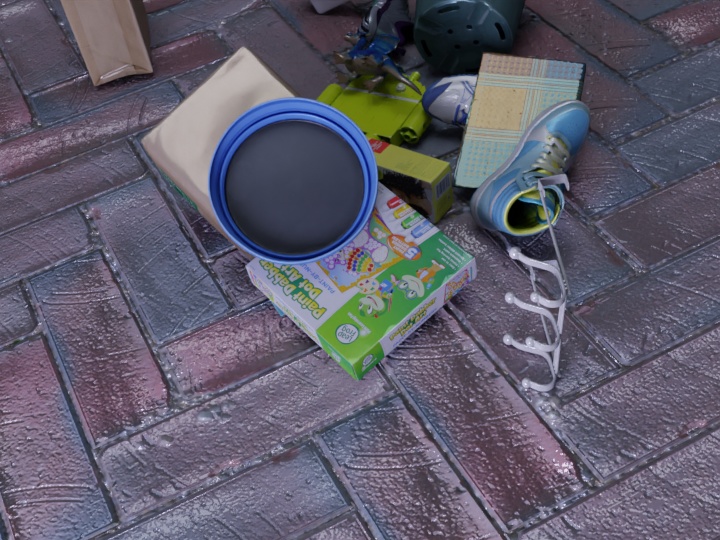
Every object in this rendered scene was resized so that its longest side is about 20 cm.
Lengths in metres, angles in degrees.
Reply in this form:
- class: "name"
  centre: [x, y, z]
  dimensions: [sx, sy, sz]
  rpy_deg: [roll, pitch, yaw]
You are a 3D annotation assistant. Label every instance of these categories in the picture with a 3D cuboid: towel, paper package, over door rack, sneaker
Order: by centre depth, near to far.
- class: "over door rack"
  centre: [0.195, 0.012, 1.204]
  dimensions: [0.066, 0.148, 0.200]
  rpy_deg: [4, 45, 7]
- class: "sneaker"
  centre: [0.230, -0.118, 1.320]
  dimensions: [0.200, 0.079, 0.131]
  rpy_deg: [-51, 21, 2]
- class: "paper package"
  centre: [-0.138, -0.143, 1.367]
  dimensions: [0.200, 0.103, 0.191]
  rpy_deg: [44, 81, 8]
- class: "towel"
  centre: [0.211, -0.190, 1.433]
  dimensions: [0.146, 0.022, 0.201]
  rpy_deg: [10, 75, 13]
- class: "sneaker"
  centre: [0.178, -0.209, 1.482]
  dimensions: [0.199, 0.075, 0.088]
  rpy_deg: [9, 51, 8]
- class: "sneaker"
  centre: [0.054, -0.403, 1.745]
  dimensions: [0.087, 0.074, 0.200]
  rpy_deg: [29, 42, -5]
- class: "paper package"
  centre: [-0.412, -0.433, 1.757]
  dimensions: [0.103, 0.191, 0.200]
  rpy_deg: [-15, 42, -2]

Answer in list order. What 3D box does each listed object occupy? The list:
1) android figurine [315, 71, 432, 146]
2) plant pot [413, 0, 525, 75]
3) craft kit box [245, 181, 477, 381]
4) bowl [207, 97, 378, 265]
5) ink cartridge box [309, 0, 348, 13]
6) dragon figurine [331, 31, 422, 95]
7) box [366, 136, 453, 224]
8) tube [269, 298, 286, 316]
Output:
- class: "android figurine"
  centre: [0.020, -0.231, 1.572]
  dimensions: [0.182, 0.041, 0.200]
  rpy_deg: [17, 51, 26]
- class: "plant pot"
  centre: [0.166, -0.412, 1.636]
  dimensions: [0.200, 0.200, 0.197]
  rpy_deg: [2, 52, 13]
- class: "craft kit box"
  centre: [0.000, 0.000, 1.287]
  dimensions: [0.197, 0.049, 0.200]
  rpy_deg: [-42, 59, -14]
- class: "bowl"
  centre: [-0.078, -0.103, 1.279]
  dimensions: [0.200, 0.039, 0.201]
  rpy_deg: [0, 79, 0]
- class: "ink cartridge box"
  centre: [-0.038, -0.525, 1.741]
  dimensions: [0.200, 0.176, 0.045]
  rpy_deg: [-14, 34, 41]
- class: "dragon figurine"
  centre: [0.028, -0.305, 1.570]
  dimensions: [0.200, 0.059, 0.099]
  rpy_deg: [17, 42, 40]
- class: "box"
  centre: [0.026, -0.131, 1.440]
  dimensions: [0.200, 0.075, 0.050]
  rpy_deg: [21, 51, 31]
- class: "tube"
  centre: [-0.029, -0.015, 1.350]
  dimensions: [0.200, 0.050, 0.077]
  rpy_deg: [-28, 44, -14]
